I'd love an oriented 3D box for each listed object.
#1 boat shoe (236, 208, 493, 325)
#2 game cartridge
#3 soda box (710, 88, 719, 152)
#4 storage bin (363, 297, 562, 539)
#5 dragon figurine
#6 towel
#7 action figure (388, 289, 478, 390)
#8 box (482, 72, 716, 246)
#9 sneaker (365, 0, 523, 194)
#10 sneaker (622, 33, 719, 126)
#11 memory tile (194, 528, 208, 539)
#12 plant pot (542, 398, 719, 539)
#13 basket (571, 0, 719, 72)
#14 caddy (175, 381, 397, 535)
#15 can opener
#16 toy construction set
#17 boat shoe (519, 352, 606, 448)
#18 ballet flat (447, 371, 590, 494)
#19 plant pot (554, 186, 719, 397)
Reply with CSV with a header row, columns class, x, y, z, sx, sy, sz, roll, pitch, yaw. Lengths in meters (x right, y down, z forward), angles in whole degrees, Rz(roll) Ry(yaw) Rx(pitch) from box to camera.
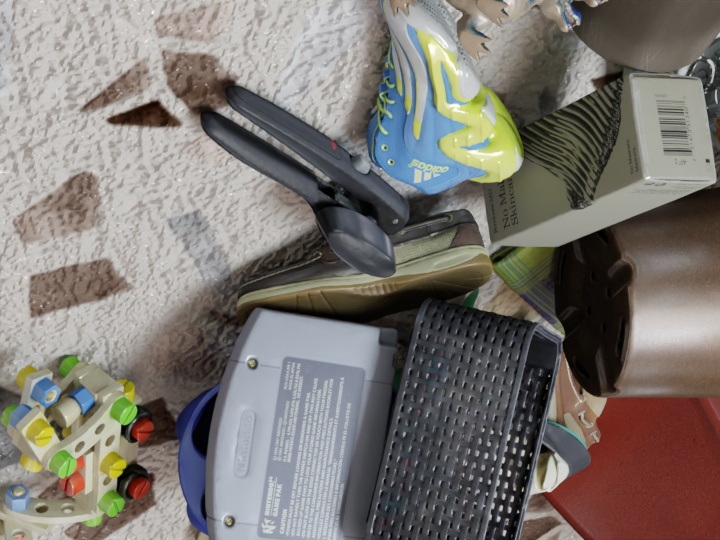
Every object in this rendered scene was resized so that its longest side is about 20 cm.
class,x,y,z,sx,sy,sz,roll,pitch,yaw
boat shoe,0.000,0.000,1.523,0.198,0.065,0.073,-10,152,-2
game cartridge,-0.048,0.134,1.492,0.132,0.042,0.202,9,88,-11
soda box,0.300,-0.166,1.522,0.063,0.069,0.201,-24,141,-7
storage bin,0.080,0.133,1.514,0.135,0.093,0.202,27,75,-72
dragon figurine,0.066,-0.206,1.323,0.199,0.100,0.059,29,132,2
towel,0.208,-0.006,1.677,0.143,0.023,0.200,-40,139,14
action figure,0.063,0.112,1.676,0.118,0.055,0.201,-37,140,-25
box,0.170,-0.078,1.454,0.068,0.083,0.200,0,166,-30
sneaker,0.039,-0.118,1.411,0.104,0.076,0.200,-26,133,12
sneaker,0.231,-0.143,1.511,0.074,0.080,0.201,-28,159,-20
memory tile,-0.052,0.172,1.714,0.152,0.017,0.201,2,131,-33
plant pot,0.318,0.212,1.857,0.199,0.177,0.200,20,121,-43
basket,0.212,-0.242,1.330,0.136,0.180,0.201,-33,157,-30
caddy,-0.053,0.146,1.563,0.198,0.143,0.105,-8,179,-22
can opener,-0.034,-0.073,1.428,0.063,0.079,0.200,-43,127,8
toy construction set,-0.226,0.147,1.519,0.131,0.092,0.201,-31,157,-39
boat shoe,0.177,0.107,1.746,0.071,0.076,0.200,-27,150,-8
ballet flat,0.130,0.148,1.661,0.073,0.073,0.200,-38,136,11
plant pot,0.272,0.018,1.587,0.196,0.201,0.201,-3,135,-18
